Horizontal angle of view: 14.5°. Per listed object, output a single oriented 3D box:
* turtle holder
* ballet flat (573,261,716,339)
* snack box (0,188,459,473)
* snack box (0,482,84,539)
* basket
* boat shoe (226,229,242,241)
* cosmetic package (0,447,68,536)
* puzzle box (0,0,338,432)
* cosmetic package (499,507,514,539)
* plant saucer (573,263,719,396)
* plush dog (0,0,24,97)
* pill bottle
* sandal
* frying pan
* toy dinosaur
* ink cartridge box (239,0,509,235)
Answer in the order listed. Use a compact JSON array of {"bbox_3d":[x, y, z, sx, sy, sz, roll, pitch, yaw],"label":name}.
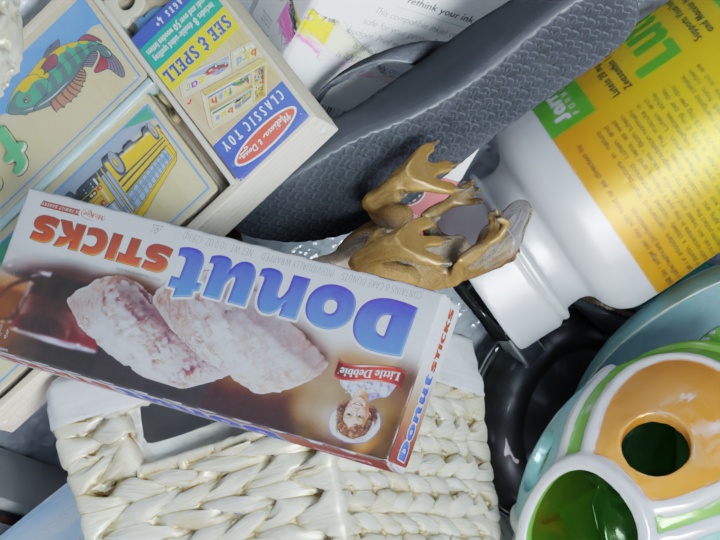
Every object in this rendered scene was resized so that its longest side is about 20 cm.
[{"bbox_3d":[0.125,0.118,1.311,0.185,0.141,0.132,-34,168,39],"label":"turtle holder"},{"bbox_3d":[0.188,0.029,1.446,0.199,0.073,0.073,-2,125,-24],"label":"ballet flat"},{"bbox_3d":[-0.061,0.023,1.154,0.024,0.199,0.072,40,67,-62],"label":"snack box"},{"bbox_3d":[-0.113,0.199,1.377,0.169,0.068,0.200,-39,130,18],"label":"snack box"},{"bbox_3d":[-0.028,0.097,1.255,0.135,0.124,0.200,-18,167,21],"label":"basket"},{"bbox_3d":[-0.097,0.018,1.324,0.072,0.065,0.200,-24,150,-22],"label":"boat shoe"},{"bbox_3d":[-0.137,0.152,1.412,0.200,0.051,0.083,22,115,-33],"label":"cosmetic package"},{"bbox_3d":[-0.121,-0.043,1.225,0.200,0.133,0.025,-43,156,11],"label":"puzzle box"},{"bbox_3d":[0.040,0.142,1.444,0.073,0.104,0.200,-41,128,11],"label":"cosmetic package"},{"bbox_3d":[0.192,0.051,1.402,0.200,0.027,0.200,-13,142,-10],"label":"plant saucer"},{"bbox_3d":[-0.179,-0.183,1.094,0.160,0.200,0.172,-41,150,-34],"label":"plush dog"},{"bbox_3d":[0.135,-0.052,1.334,0.200,0.111,0.111,-34,130,4],"label":"pill bottle"},{"bbox_3d":[0.028,-0.075,1.231,0.200,0.043,0.076,-32,152,6],"label":"sandal"},{"bbox_3d":[0.095,0.040,1.429,0.115,0.031,0.191,-25,115,-32],"label":"frying pan"},{"bbox_3d":[0.000,0.000,1.222,0.199,0.061,0.106,-8,153,-26],"label":"toy dinosaur"},{"bbox_3d":[0.017,-0.119,1.266,0.116,0.068,0.200,15,119,-31],"label":"ink cartridge box"}]
